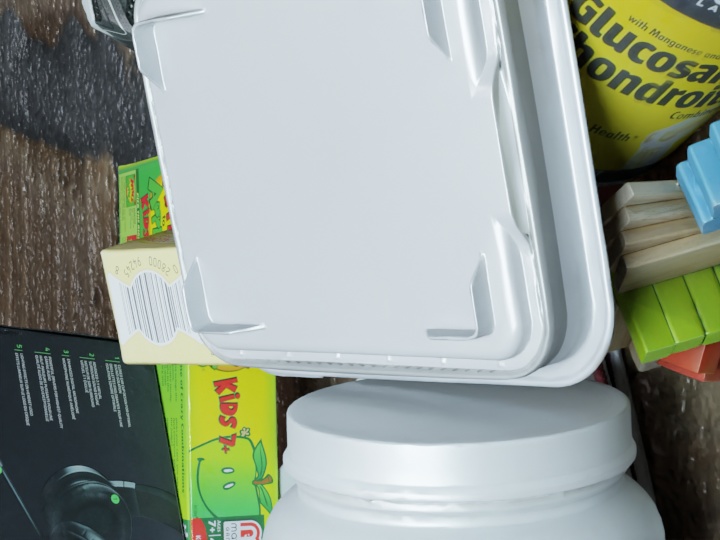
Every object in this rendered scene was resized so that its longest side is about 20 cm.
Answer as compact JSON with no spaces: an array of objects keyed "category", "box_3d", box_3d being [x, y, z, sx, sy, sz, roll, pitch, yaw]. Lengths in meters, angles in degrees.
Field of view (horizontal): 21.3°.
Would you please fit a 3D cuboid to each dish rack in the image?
[{"category":"dish rack","box_3d":[-0.009,-0.039,0.669,0.199,0.043,0.173,0,103,45]}]

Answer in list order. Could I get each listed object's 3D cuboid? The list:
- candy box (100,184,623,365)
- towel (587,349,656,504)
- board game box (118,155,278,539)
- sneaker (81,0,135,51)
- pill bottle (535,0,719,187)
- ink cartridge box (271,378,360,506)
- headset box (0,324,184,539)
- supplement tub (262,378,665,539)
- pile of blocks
[{"category":"candy box","box_3d":[0.000,0.000,0.788,0.199,0.115,0.056,-1,103,45]},{"category":"towel","box_3d":[0.062,0.107,0.842,0.200,0.023,0.145,-27,73,58]},{"category":"board game box","box_3d":[-0.082,0.044,0.950,0.101,0.047,0.201,-6,85,64]},{"category":"sneaker","box_3d":[-0.079,-0.199,0.917,0.086,0.080,0.201,-18,59,64]},{"category":"pill bottle","box_3d":[0.109,-0.119,0.630,0.200,0.111,0.113,-47,55,53]},{"category":"ink cartridge box","box_3d":[0.026,0.154,0.853,0.200,0.040,0.201,-52,53,50]},{"category":"headset box","box_3d":[-0.175,0.119,0.875,0.093,0.199,0.175,-36,58,40]},{"category":"supplement tub","box_3d":[0.038,0.146,0.685,0.145,0.144,0.201,12,106,59]},{"category":"pile of blocks","box_3d":[0.134,-0.009,0.636,0.200,0.082,0.062,-50,52,51]}]
